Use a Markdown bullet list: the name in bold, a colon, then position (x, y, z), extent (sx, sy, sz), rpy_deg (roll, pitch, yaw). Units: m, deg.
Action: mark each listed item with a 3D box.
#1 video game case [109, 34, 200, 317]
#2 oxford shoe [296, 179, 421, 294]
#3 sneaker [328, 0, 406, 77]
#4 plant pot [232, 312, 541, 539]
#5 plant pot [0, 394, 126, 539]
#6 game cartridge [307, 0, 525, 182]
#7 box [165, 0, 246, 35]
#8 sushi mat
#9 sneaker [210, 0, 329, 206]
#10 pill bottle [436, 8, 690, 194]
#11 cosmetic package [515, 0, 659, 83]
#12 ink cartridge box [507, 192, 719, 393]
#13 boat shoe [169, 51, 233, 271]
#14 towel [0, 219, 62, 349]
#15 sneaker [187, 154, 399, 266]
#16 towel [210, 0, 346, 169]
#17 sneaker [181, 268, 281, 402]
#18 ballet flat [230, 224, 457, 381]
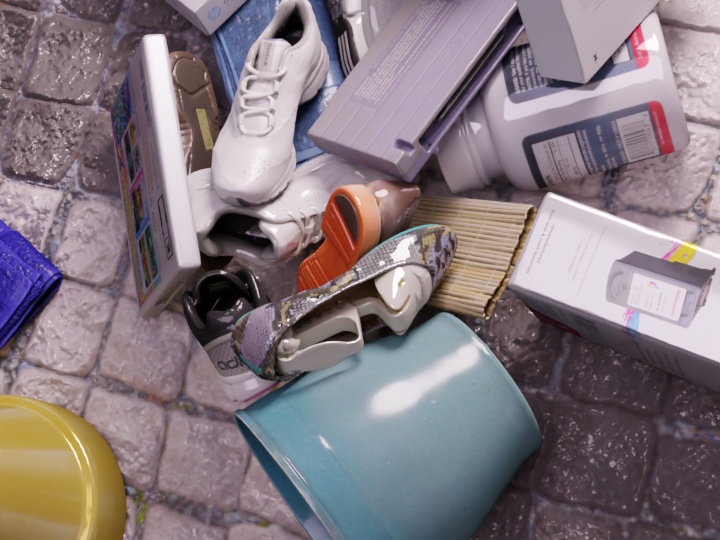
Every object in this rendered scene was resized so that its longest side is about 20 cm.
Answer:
- **video game case**: position (-0.179, -0.076, 1.359), extent (0.024, 0.182, 0.201), rpy_deg (-6, 78, -19)
- **oxford shoe**: position (0.000, 0.000, 1.303), extent (0.073, 0.200, 0.071), rpy_deg (-16, 63, -28)
- **sneaker**: position (0.027, -0.269, 1.388), extent (0.115, 0.075, 0.201), rpy_deg (-10, 96, -14)
- **plant pot**: position (0.031, 0.139, 1.245), extent (0.188, 0.200, 0.200), rpy_deg (-36, 69, -11)
- **plant pot**: position (-0.323, 0.196, 1.327), extent (0.200, 0.189, 0.202), rpy_deg (-4, 75, 15)
- **game cartridge**: position (0.055, -0.168, 1.297), extent (0.200, 0.038, 0.129), rpy_deg (-53, 35, -11)
- **box**: position (-0.150, -0.326, 1.457), extent (0.156, 0.041, 0.200), rpy_deg (-44, 59, -6)
- **sushi mat**: position (0.068, -0.016, 1.291), extent (0.200, 0.012, 0.096), rpy_deg (12, 74, 61)
- **sneaker**: position (-0.082, -0.143, 1.318), extent (0.074, 0.087, 0.201), rpy_deg (9, 59, 9)
- **pill bottle**: position (0.161, -0.133, 1.302), extent (0.199, 0.120, 0.120), rpy_deg (-15, 73, 12)
- **cosmetic package**: position (0.191, -0.266, 1.221), extent (0.052, 0.151, 0.200), rpy_deg (14, 51, 43)
- **ink cartridge box**: position (0.230, 0.024, 1.227), extent (0.199, 0.148, 0.086), rpy_deg (20, 83, 18)
- **boat shoe**: position (-0.159, -0.091, 1.423), extent (0.076, 0.071, 0.201), rpy_deg (-20, 73, 44)
- **towel**: position (-0.390, 0.000, 1.470), extent (0.200, 0.050, 0.148), rpy_deg (40, 89, 21)
- **sneaker**: position (-0.055, -0.040, 1.333), extent (0.199, 0.078, 0.100), rpy_deg (-9, 34, -6)
- **towel**: position (-0.066, -0.166, 1.416), extent (0.111, 0.049, 0.201), rpy_deg (-19, 72, 10)
- **sneaker**: position (-0.109, 0.031, 1.311), extent (0.073, 0.200, 0.088), rpy_deg (-20, 113, -4)
- **ballet flat**: position (0.000, 0.032, 1.215), extent (0.200, 0.072, 0.072), rpy_deg (-26, 69, -14)
